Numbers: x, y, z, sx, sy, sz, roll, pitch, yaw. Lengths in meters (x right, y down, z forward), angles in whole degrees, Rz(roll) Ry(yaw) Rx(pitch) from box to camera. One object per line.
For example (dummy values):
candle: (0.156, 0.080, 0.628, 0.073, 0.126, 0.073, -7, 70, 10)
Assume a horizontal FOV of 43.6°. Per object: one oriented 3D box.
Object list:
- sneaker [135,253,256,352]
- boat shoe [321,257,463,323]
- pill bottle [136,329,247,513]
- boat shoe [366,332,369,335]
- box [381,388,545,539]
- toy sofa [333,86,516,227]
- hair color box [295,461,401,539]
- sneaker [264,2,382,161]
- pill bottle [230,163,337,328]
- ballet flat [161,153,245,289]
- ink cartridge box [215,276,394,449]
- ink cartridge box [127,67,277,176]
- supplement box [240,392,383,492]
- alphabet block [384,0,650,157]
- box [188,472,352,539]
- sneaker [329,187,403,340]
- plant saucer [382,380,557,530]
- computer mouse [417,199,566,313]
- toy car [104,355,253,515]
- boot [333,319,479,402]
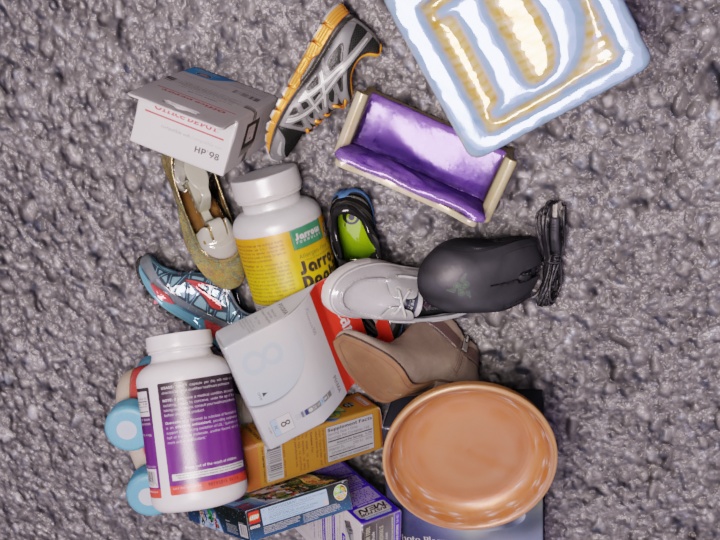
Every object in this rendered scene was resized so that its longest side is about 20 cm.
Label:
sneaker: (-0.198, 0.030, 1.181, 0.200, 0.079, 0.096, 37, 95, -7)
boat shoe: (0.050, 0.032, 1.060, 0.200, 0.068, 0.072, 9, 100, -38)
pill bottle: (-0.199, 0.173, 1.051, 0.112, 0.112, 0.200, -10, 85, 15)
boat shoe: (-0.073, 0.133, 1.182, 0.200, 0.068, 0.072, -34, 99, 20)
box: (0.135, 0.263, 1.157, 0.200, 0.123, 0.199, -1, 108, 12)
toy sofa: (0.074, -0.134, 1.042, 0.200, 0.098, 0.083, 25, 113, 3)
hair color box: (-0.027, 0.320, 1.178, 0.065, 0.200, 0.110, -12, 113, -29)
sneaker: (-0.049, -0.208, 1.056, 0.077, 0.078, 0.200, 29, 114, -9)
pill bottle: (-0.092, -0.024, 1.107, 0.113, 0.113, 0.200, -10, 106, 15)
ballet flat: (-0.191, -0.072, 1.114, 0.071, 0.071, 0.200, -21, 90, 18)
ink cartridge box: (-0.051, 0.101, 1.067, 0.200, 0.047, 0.160, -25, 121, -11)
ink cartridge box: (-0.182, -0.170, 1.027, 0.116, 0.200, 0.067, 21, 113, 4)
supplement box: (-0.071, 0.217, 1.154, 0.200, 0.067, 0.069, -10, 108, -29)
alphabet block: (0.162, -0.257, 0.926, 0.196, 0.200, 0.196, -25, 103, 19)
box: (-0.120, 0.287, 1.125, 0.200, 0.136, 0.038, -12, 89, 58)
sneaker: (0.000, 0.000, 1.112, 0.071, 0.083, 0.200, -12, 107, 16)
plant saucer: (0.125, 0.211, 1.043, 0.200, 0.037, 0.201, 1, 114, 1)
computer mouse: (0.162, 0.000, 1.040, 0.200, 0.053, 0.139, -11, 115, -22)
toy car: (-0.204, 0.195, 1.182, 0.200, 0.184, 0.177, -12, 106, 2)
boot: (0.065, 0.099, 1.097, 0.200, 0.146, 0.070, 45, 134, -17)
